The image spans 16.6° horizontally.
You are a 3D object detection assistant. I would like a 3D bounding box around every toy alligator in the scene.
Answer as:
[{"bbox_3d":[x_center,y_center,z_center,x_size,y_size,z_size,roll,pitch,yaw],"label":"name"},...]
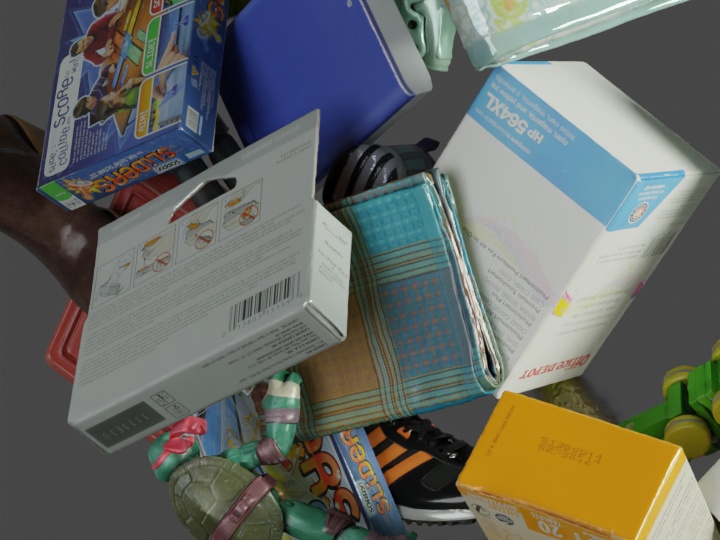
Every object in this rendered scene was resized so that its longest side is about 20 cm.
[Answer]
[{"bbox_3d":[0.212,0.101,1.589,0.054,0.059,0.200,39,123,-24],"label":"toy alligator"}]

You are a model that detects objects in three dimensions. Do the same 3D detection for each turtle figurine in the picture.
[{"bbox_3d":[-0.070,0.150,1.606,0.200,0.101,0.150,40,130,5],"label":"turtle figurine"}]

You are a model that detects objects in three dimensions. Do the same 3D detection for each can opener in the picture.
[{"bbox_3d":[-0.104,-0.065,1.753,0.053,0.067,0.200,-31,69,-12],"label":"can opener"}]

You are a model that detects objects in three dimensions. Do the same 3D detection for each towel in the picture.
[{"bbox_3d":[-0.007,0.029,1.585,0.200,0.022,0.147,-17,90,38],"label":"towel"},{"bbox_3d":[0.125,-0.231,1.539,0.171,0.200,0.048,66,158,6],"label":"towel"}]

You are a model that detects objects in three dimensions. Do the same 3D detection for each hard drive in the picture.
[{"bbox_3d":[-0.033,-0.136,1.676,0.200,0.025,0.132,-39,73,55],"label":"hard drive"}]

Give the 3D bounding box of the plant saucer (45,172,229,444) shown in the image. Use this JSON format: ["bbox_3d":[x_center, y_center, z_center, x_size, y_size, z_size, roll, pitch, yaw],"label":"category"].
[{"bbox_3d":[-0.134,0.037,1.795,0.200,0.037,0.200,34,111,24],"label":"plant saucer"}]

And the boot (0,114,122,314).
[{"bbox_3d":[-0.257,-0.041,1.754,0.072,0.166,0.200,-56,45,27],"label":"boot"}]

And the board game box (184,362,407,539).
[{"bbox_3d":[-0.057,0.122,1.681,0.135,0.034,0.200,-27,84,39],"label":"board game box"}]

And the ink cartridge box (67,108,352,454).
[{"bbox_3d":[-0.094,0.007,1.585,0.200,0.044,0.174,-27,38,28],"label":"ink cartridge box"}]

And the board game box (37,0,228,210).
[{"bbox_3d":[-0.156,-0.151,1.726,0.135,0.034,0.200,-19,51,33],"label":"board game box"}]

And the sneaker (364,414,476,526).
[{"bbox_3d":[0.025,0.120,1.687,0.200,0.070,0.090,4,99,32],"label":"sneaker"}]

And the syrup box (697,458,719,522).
[{"bbox_3d":[0.304,0.094,1.514,0.079,0.081,0.200,48,116,20],"label":"syrup box"}]

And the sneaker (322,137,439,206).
[{"bbox_3d":[0.000,0.000,1.687,0.074,0.088,0.200,39,121,22],"label":"sneaker"}]

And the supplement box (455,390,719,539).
[{"bbox_3d":[0.152,0.167,1.542,0.126,0.200,0.074,16,66,29],"label":"supplement box"}]

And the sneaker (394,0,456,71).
[{"bbox_3d":[0.071,-0.197,1.635,0.200,0.074,0.118,-16,90,31],"label":"sneaker"}]

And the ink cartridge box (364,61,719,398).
[{"bbox_3d":[0.110,-0.019,1.591,0.125,0.129,0.200,42,113,22],"label":"ink cartridge box"}]
